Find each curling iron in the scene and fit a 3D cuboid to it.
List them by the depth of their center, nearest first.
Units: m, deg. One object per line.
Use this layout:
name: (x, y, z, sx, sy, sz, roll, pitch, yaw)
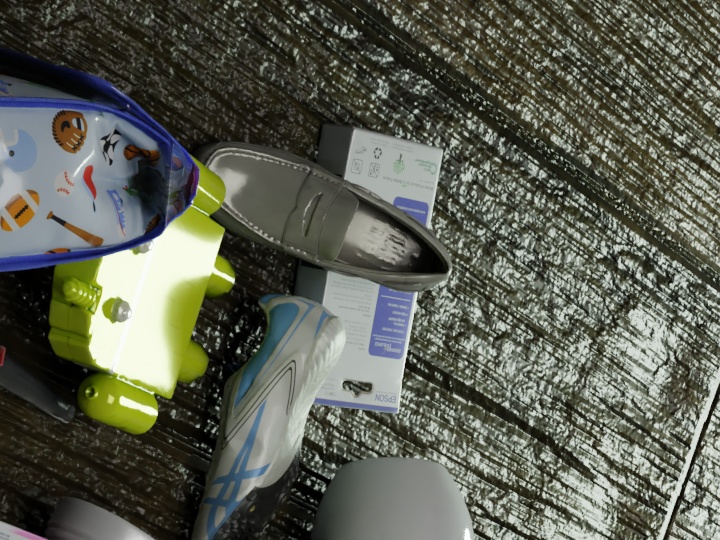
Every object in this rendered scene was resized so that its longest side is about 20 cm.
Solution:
curling iron: (-0.232, 0.044, 1.471, 0.050, 0.025, 0.200, -52, 137, -13)

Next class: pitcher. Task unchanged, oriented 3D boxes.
pitcher: (0.014, 0.248, 1.717, 0.120, 0.171, 0.202, 7, 72, -21)

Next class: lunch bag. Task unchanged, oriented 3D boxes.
lunch bag: (-0.218, -0.067, 1.379, 0.199, 0.169, 0.125, -2, 103, -44)

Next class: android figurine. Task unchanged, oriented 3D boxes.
android figurine: (-0.140, 0.011, 1.520, 0.200, 0.041, 0.183, 39, 67, -66)

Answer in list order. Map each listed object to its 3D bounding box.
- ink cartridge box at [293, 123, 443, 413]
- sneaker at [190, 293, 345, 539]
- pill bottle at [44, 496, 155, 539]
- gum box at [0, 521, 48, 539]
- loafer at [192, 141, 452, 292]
ink cartridge box: (0.000, 0.000, 1.709, 0.099, 0.039, 0.202, 11, 88, -46)
sneaker: (-0.075, 0.111, 1.642, 0.201, 0.072, 0.072, -67, 158, 4)
pill bottle: (-0.201, 0.252, 1.493, 0.112, 0.112, 0.201, 44, 66, -41)
gum box: (-0.295, 0.151, 1.377, 0.200, 0.113, 0.067, 30, 76, -45)
loafer: (-0.025, -0.038, 1.620, 0.199, 0.070, 0.070, 20, 86, -23)
